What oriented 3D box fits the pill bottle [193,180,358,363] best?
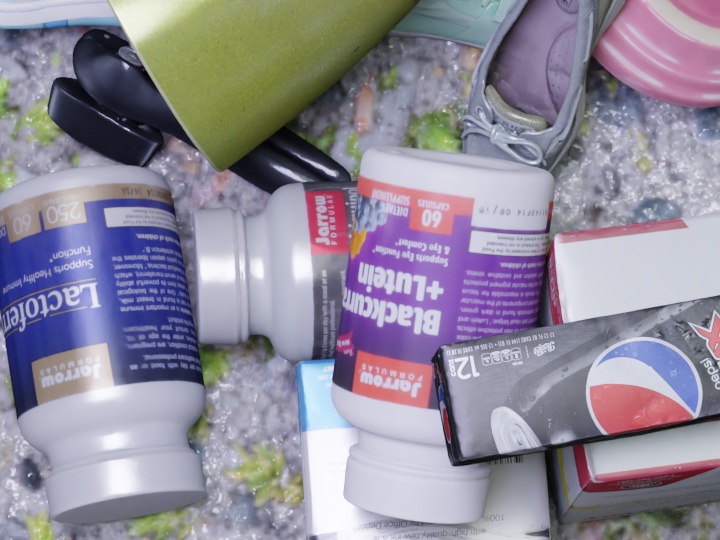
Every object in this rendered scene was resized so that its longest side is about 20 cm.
[{"bbox_3d":[0.000,0.000,1.538,0.200,0.111,0.111,-3,77,-5],"label":"pill bottle"}]

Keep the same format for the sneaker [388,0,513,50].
[{"bbox_3d":[0.087,-0.183,1.585,0.200,0.118,0.074,2,75,-1],"label":"sneaker"}]

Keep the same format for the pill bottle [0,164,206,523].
[{"bbox_3d":[-0.155,0.046,1.533,0.116,0.116,0.200,-11,77,-3],"label":"pill bottle"}]

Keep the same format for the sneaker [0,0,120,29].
[{"bbox_3d":[-0.188,-0.221,1.589,0.200,0.080,0.131,-2,112,-6],"label":"sneaker"}]

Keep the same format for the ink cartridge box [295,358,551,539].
[{"bbox_3d":[0.040,0.154,1.523,0.144,0.084,0.200,-4,76,0],"label":"ink cartridge box"}]

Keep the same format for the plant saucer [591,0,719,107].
[{"bbox_3d":[0.210,-0.204,1.586,0.200,0.051,0.201,6,76,-24],"label":"plant saucer"}]

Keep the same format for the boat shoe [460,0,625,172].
[{"bbox_3d":[0.104,-0.120,1.542,0.074,0.202,0.065,35,39,11],"label":"boat shoe"}]

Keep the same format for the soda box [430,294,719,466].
[{"bbox_3d":[0.141,0.055,1.347,0.200,0.071,0.063,-11,83,-3],"label":"soda box"}]

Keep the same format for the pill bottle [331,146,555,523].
[{"bbox_3d":[0.043,0.036,1.434,0.111,0.111,0.200,7,97,2],"label":"pill bottle"}]

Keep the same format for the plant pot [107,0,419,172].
[{"bbox_3d":[-0.041,-0.186,1.478,0.200,0.187,0.187,-29,78,4],"label":"plant pot"}]

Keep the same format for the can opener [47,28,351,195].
[{"bbox_3d":[-0.097,-0.093,1.602,0.200,0.079,0.063,23,39,2],"label":"can opener"}]

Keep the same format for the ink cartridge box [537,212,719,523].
[{"bbox_3d":[0.182,0.060,1.486,0.145,0.200,0.145,-8,77,-3],"label":"ink cartridge box"}]
